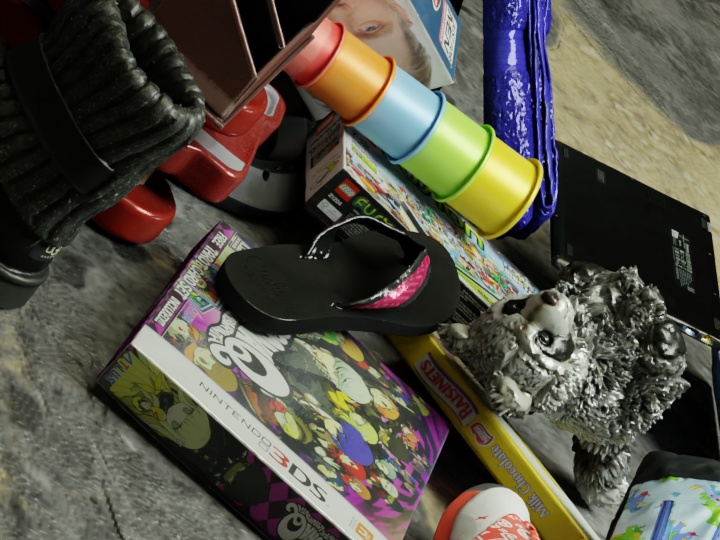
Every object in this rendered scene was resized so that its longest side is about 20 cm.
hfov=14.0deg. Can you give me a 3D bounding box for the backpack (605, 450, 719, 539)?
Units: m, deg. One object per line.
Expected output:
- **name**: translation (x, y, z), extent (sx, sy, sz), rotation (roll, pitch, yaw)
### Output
- **backpack**: translation (0.173, 0.211, 1.560), extent (0.153, 0.164, 0.200), rotation (6, 22, 28)

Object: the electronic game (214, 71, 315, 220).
- **electronic game**: translation (-0.100, -0.115, 1.822), extent (0.200, 0.042, 0.200), rotation (36, 31, -25)

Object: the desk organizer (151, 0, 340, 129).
- **desk organizer**: translation (-0.053, -0.154, 1.624), extent (0.072, 0.077, 0.200), rotation (42, 23, -3)

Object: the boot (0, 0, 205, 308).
- **boot**: translation (-0.186, -0.103, 1.505), extent (0.211, 0.158, 0.079), rotation (48, 23, 12)

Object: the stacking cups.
- **stacking cups**: translation (0.017, -0.095, 1.789), extent (0.200, 0.061, 0.061), rotation (34, 24, -20)

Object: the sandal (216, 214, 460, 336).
- **sandal**: translation (0.000, 0.000, 1.654), extent (0.075, 0.045, 0.200), rotation (47, 28, 23)

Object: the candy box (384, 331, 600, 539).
- **candy box**: translation (0.084, 0.106, 1.716), extent (0.200, 0.026, 0.102), rotation (53, 6, 23)

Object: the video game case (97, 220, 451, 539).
- **video game case**: translation (-0.042, 0.073, 1.592), extent (0.181, 0.036, 0.200), rotation (43, 22, -5)

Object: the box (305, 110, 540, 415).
- **box**: translation (0.046, -0.008, 1.812), extent (0.200, 0.035, 0.110), rotation (43, 18, -18)

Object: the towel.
- **towel**: translation (0.105, -0.123, 1.932), extent (0.049, 0.201, 0.148), rotation (0, -2, 4)

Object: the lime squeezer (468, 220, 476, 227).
- **lime squeezer**: translation (0.082, 0.010, 1.927), extent (0.200, 0.038, 0.071), rotation (56, -5, 31)

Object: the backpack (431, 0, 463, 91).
- **backpack**: translation (-0.025, -0.227, 1.953), extent (0.190, 0.154, 0.201), rotation (27, 63, -26)

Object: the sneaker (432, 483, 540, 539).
- **sneaker**: translation (0.084, 0.166, 1.525), extent (0.201, 0.108, 0.067), rotation (-36, 120, -63)

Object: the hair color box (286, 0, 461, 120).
- **hair color box**: translation (-0.022, -0.191, 1.798), extent (0.061, 0.100, 0.200), rotation (-83, 151, -44)

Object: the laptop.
- **laptop**: translation (0.189, 0.036, 1.985), extent (0.200, 0.116, 0.187), rotation (26, 25, -10)

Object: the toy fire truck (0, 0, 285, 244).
- **toy fire truck**: translation (-0.137, -0.121, 1.679), extent (0.200, 0.112, 0.168), rotation (38, 23, -9)

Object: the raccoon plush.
- **raccoon plush**: translation (0.115, 0.087, 1.718), extent (0.134, 0.201, 0.097), rotation (-23, 35, -28)
